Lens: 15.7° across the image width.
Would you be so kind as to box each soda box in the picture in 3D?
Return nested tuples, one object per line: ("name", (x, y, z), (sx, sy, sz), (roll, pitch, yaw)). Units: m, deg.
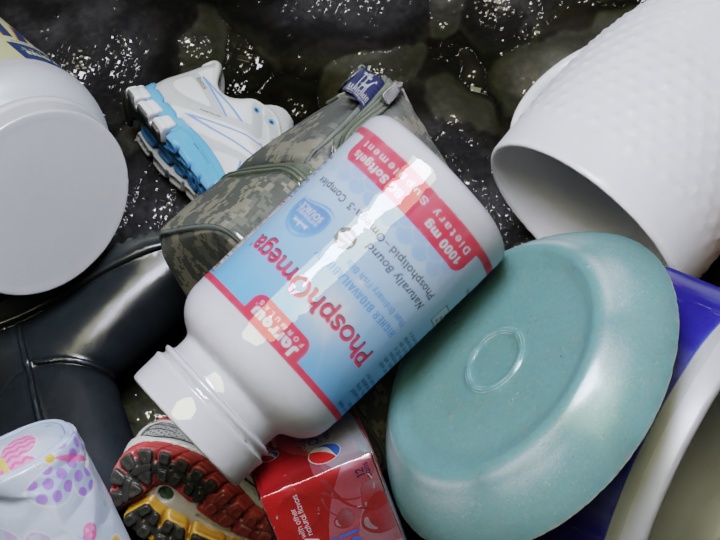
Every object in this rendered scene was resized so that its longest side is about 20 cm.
("soda box", (0.000, 0.181, 1.482), (0.070, 0.201, 0.063), (-21, 26, -2))

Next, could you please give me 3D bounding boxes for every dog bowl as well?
("dog bowl", (0.168, 0.103, 1.489), (0.078, 0.200, 0.201), (26, 71, 21))

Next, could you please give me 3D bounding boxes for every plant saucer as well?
("plant saucer", (0.082, 0.056, 1.418), (0.199, 0.036, 0.201), (-30, 39, 29))

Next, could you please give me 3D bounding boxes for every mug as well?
("mug", (0.175, -0.094, 1.628), (0.175, 0.148, 0.200), (-48, 35, -16))

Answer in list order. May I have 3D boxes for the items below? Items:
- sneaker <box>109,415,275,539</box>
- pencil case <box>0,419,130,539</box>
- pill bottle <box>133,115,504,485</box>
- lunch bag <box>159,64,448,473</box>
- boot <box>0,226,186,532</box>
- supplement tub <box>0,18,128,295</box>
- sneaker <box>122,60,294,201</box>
("sneaker", (-0.050, 0.147, 1.552), (0.200, 0.082, 0.078), (35, 116, -8))
("pencil case", (-0.167, 0.187, 1.515), (0.090, 0.201, 0.083), (-12, 19, 32))
("pill bottle", (-0.024, 0.019, 1.426), (0.200, 0.109, 0.109), (-44, 65, -5))
("lunch bag", (0.000, 0.000, 1.571), (0.168, 0.139, 0.201), (-39, 102, -25))
("boot", (-0.152, 0.080, 1.622), (0.199, 0.077, 0.169), (-23, 62, 1))
("supplement tub", (-0.245, -0.082, 1.646), (0.145, 0.145, 0.200), (-40, 42, -11))
("sneaker", (-0.069, -0.063, 1.684), (0.086, 0.075, 0.200), (-30, 65, -16))
